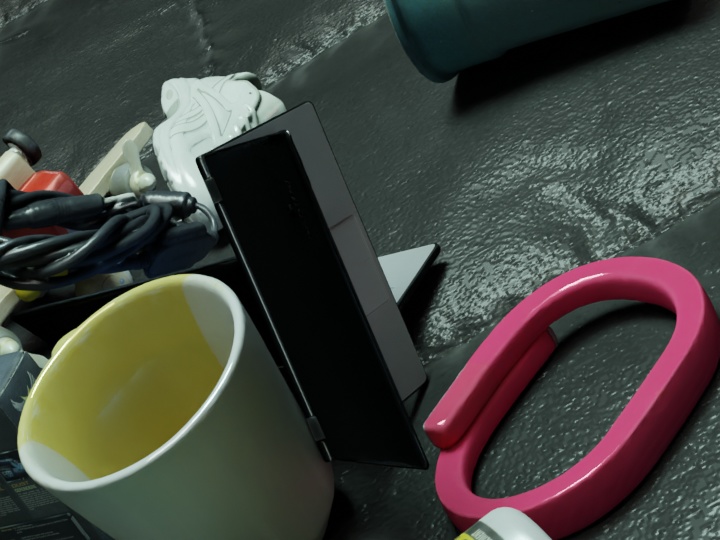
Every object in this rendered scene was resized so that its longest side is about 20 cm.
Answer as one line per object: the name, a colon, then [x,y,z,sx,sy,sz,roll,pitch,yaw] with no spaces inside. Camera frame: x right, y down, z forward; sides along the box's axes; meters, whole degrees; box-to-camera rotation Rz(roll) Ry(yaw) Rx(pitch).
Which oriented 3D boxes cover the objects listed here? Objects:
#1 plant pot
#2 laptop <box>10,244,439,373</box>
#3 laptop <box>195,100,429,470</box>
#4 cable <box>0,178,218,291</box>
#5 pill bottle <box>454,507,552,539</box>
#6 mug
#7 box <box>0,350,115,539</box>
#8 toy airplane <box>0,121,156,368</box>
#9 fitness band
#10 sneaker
plant pot: [0.129,-0.252,1.471,0.194,0.201,0.201,-9,36,23]
laptop: [-0.081,0.008,1.297,0.186,0.117,0.200,-13,24,31]
laptop: [0.000,0.000,1.134,0.115,0.189,0.200,-18,9,33]
cable: [-0.194,-0.030,1.313,0.162,0.051,0.200,14,17,25]
pill bottle: [0.025,0.211,0.939,0.200,0.113,0.112,-38,30,-9]
mug: [-0.093,0.096,1.172,0.149,0.153,0.187,-28,36,13]
box: [-0.248,0.139,1.272,0.199,0.158,0.051,-15,34,30]
toy airplane: [-0.234,-0.010,1.529,0.201,0.141,0.199,-54,1,22]
fitness band: [0.119,0.071,1.141,0.143,0.038,0.200,7,49,45]
sneaker: [-0.105,-0.104,1.582,0.099,0.078,0.201,-19,35,8]
